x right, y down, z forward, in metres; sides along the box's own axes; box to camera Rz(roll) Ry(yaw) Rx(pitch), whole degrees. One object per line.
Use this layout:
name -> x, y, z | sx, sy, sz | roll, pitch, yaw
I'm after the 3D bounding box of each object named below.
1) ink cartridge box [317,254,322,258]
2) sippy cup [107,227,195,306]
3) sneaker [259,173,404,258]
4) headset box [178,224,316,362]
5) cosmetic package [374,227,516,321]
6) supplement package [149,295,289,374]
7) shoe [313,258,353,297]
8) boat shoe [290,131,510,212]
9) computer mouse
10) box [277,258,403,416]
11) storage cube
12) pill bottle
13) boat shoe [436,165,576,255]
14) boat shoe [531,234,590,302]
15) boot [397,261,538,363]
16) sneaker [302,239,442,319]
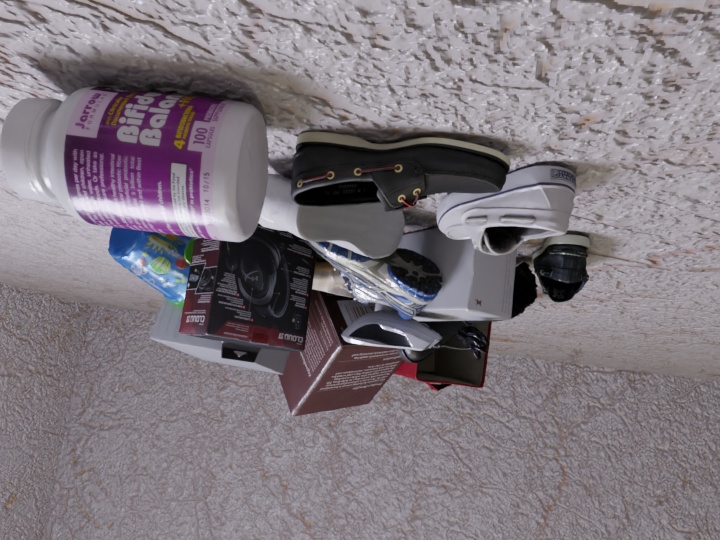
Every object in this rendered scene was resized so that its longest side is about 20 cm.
ink cartridge box -> -0.117, -0.036, 0.969 | 0.092, 0.038, 0.200 | 7, 171, 9
sippy cup -> -0.279, -0.035, 0.859 | 0.175, 0.143, 0.130 | -27, 143, 25
sneaker -> -0.040, -0.068, 0.680 | 0.114, 0.076, 0.198 | 21, -174, 37
headset box -> -0.136, 0.011, 0.760 | 0.147, 0.206, 0.076 | 16, 167, -42
cosmetic package -> 0.109, 0.007, 0.807 | 0.080, 0.116, 0.198 | 15, 170, -33
supplement package -> -0.202, 0.075, 0.909 | 0.197, 0.120, 0.117 | 2, 157, 41
shoe -> -0.095, 0.006, 0.877 | 0.194, 0.055, 0.070 | 4, -167, 9
boat shoe -> 0.033, -0.081, 0.538 | 0.196, 0.065, 0.074 | 4, 167, 11
computer mouse -> 0.070, 0.079, 0.792 | 0.194, 0.045, 0.110 | 5, -177, 10
box -> -0.036, 0.109, 0.996 | 0.163, 0.166, 0.201 | 0, 140, -36
storage cube -> 0.114, 0.104, 1.087 | 0.168, 0.206, 0.178 | 13, 174, -35
pill bottle -> -0.183, -0.091, 0.501 | 0.194, 0.116, 0.112 | 7, 170, 4
boat shoe -> 0.140, -0.048, 0.613 | 0.070, 0.068, 0.199 | 13, 168, -27
boat shoe -> 0.270, 0.008, 0.809 | 0.072, 0.068, 0.200 | 6, 169, 8
boot -> 0.161, 0.062, 0.894 | 0.197, 0.074, 0.161 | -38, -166, -31
sneaker -> 0.000, 0.000, 0.757 | 0.197, 0.077, 0.086 | 31, 134, 6
